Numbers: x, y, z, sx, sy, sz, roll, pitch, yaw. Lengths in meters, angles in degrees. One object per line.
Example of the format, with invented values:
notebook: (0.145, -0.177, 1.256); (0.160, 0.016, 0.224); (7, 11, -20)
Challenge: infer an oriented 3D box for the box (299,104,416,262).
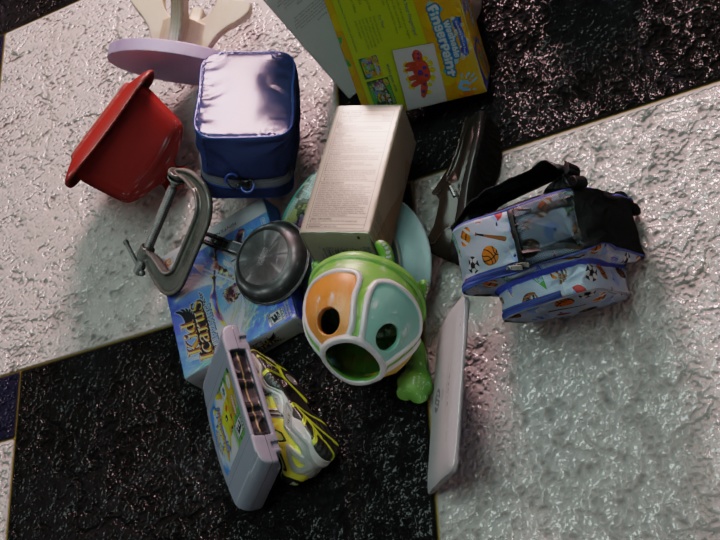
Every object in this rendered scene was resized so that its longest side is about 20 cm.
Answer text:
box: (0.000, -0.103, 1.534); (0.094, 0.078, 0.201); (2, 56, 21)

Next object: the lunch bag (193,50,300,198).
lunch bag: (-0.149, -0.183, 1.688); (0.135, 0.133, 0.201); (1, 50, 1)

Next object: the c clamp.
c clamp: (-0.263, -0.059, 1.705); (0.200, 0.027, 0.171); (-59, 45, 28)

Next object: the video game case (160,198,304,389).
video game case: (-0.171, 0.028, 1.679); (0.181, 0.045, 0.201); (-30, 55, 18)

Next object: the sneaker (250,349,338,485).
sneaker: (-0.105, 0.176, 1.550); (0.076, 0.075, 0.200); (-46, 47, 12)

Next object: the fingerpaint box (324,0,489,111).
fingerpaint box: (0.058, -0.308, 1.585); (0.166, 0.201, 0.074); (-12, 31, 17)

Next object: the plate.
plate: (0.000, 0.000, 1.567); (0.199, 0.026, 0.201); (-7, 78, 35)

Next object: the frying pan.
frying pan: (-0.139, -0.035, 1.644); (0.115, 0.031, 0.190); (-47, 56, 6)

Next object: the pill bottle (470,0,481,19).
pill bottle: (0.089, -0.417, 1.689); (0.114, 0.114, 0.201); (-23, 58, 21)

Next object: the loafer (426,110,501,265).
loafer: (0.120, -0.105, 1.544); (0.071, 0.073, 0.201); (4, 70, 31)

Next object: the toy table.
toy table: (-0.261, -0.349, 1.841); (0.199, 0.184, 0.118); (11, 79, -5)

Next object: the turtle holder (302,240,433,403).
turtle holder: (0.006, 0.072, 1.459); (0.140, 0.186, 0.132); (-2, 43, 14)

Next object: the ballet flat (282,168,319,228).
ballet flat: (-0.022, -0.118, 1.646); (0.071, 0.069, 0.200); (35, 84, 34)

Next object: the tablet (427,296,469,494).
tablet: (0.097, 0.142, 1.420); (0.014, 0.130, 0.201); (9, 67, -6)

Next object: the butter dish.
butter dish: (-0.314, -0.168, 1.798); (0.200, 0.148, 0.200); (-53, 10, -3)

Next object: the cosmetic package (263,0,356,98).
cosmetic package: (-0.055, -0.338, 1.672); (0.085, 0.200, 0.108); (-40, 33, 9)

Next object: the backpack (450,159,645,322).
backpack: (0.202, -0.020, 1.396); (0.190, 0.200, 0.155); (-9, 76, 31)

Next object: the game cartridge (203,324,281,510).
game cartridge: (-0.150, 0.185, 1.549); (0.040, 0.134, 0.201); (-5, 52, -21)
